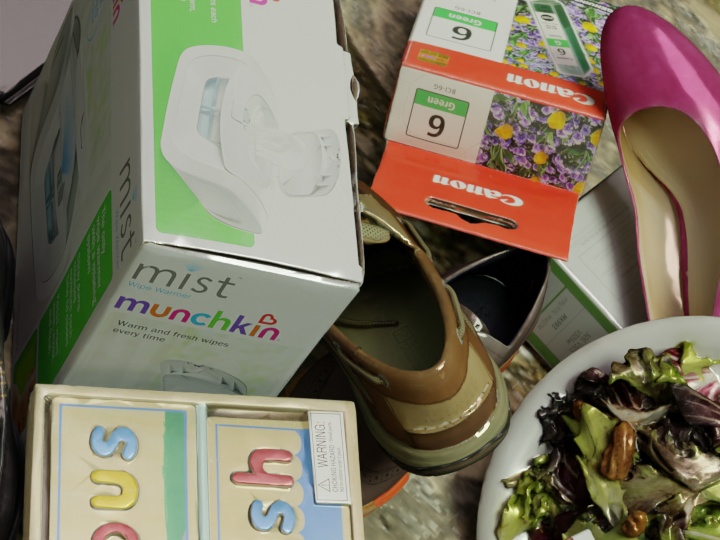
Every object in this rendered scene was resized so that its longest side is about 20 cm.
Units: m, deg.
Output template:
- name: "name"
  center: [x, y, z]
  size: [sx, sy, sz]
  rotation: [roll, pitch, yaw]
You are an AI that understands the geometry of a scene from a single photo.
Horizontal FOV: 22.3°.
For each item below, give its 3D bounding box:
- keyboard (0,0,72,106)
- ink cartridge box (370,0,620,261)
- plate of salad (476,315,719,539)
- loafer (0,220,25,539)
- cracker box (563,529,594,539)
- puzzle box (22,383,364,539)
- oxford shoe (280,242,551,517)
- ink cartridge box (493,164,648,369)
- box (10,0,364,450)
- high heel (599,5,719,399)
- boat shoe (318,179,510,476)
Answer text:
- name: "keyboard"
  center: [-0.153, -0.178, 0.916]
  size: [0.127, 0.021, 0.200]
  rotation: [46, 63, 1]
- name: "ink cartridge box"
  center: [0.072, -0.089, 0.943]
  size: [0.108, 0.051, 0.200]
  rotation: [16, 34, 2]
- name: "plate of salad"
  center: [0.146, 0.118, 0.806]
  size: [0.201, 0.200, 0.048]
  rotation: [56, 8, 16]
- name: "loafer"
  center: [-0.174, 0.043, 0.731]
  size: [0.072, 0.073, 0.201]
  rotation: [-7, 55, -6]
- name: "cracker box"
  center: [0.034, 0.188, 0.642]
  size: [0.199, 0.058, 0.135]
  rotation: [-16, 76, -44]
- name: "puzzle box"
  center: [-0.061, 0.139, 0.683]
  size: [0.132, 0.025, 0.201]
  rotation: [3, 60, -15]
- name: "oxford shoe"
  center: [0.021, 0.046, 0.847]
  size: [0.071, 0.073, 0.200]
  rotation: [42, 48, 5]
- name: "ink cartridge box"
  center: [0.170, 0.047, 0.939]
  size: [0.200, 0.059, 0.104]
  rotation: [47, 48, 8]
- name: "box"
  center: [-0.078, -0.036, 0.783]
  size: [0.096, 0.177, 0.201]
  rotation: [11, 53, -22]
- name: "high heel"
  center: [0.146, -0.027, 0.873]
  size: [0.096, 0.067, 0.201]
  rotation: [-24, 97, -47]
- name: "boat shoe"
  center: [0.000, 0.000, 0.805]
  size: [0.075, 0.074, 0.200]
  rotation: [-33, 49, -9]
